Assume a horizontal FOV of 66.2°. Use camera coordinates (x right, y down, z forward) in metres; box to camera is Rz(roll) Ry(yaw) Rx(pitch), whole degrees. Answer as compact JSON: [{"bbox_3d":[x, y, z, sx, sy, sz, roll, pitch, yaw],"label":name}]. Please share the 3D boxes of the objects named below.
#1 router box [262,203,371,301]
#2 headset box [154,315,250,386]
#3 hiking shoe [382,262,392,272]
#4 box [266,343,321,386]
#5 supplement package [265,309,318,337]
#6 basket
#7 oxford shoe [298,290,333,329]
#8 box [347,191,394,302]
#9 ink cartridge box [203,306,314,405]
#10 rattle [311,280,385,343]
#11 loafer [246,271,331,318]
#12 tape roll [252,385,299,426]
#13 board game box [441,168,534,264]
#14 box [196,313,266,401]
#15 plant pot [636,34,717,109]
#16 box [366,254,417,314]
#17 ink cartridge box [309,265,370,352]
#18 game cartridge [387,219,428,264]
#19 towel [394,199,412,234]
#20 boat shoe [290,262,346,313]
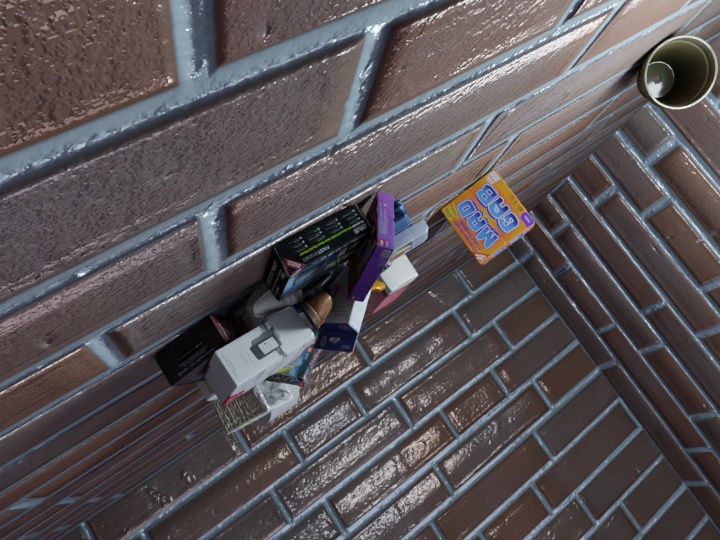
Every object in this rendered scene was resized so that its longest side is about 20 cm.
[{"bbox_3d":[-0.087,-0.033,1.088,0.199,0.062,0.150,-31,170,-27],"label":"router box"},{"bbox_3d":[-0.327,0.169,1.174,0.148,0.075,0.200,-37,170,3],"label":"headset box"},{"bbox_3d":[0.000,0.000,1.536,0.198,0.077,0.101,-27,178,3],"label":"hiking shoe"},{"bbox_3d":[-0.185,0.230,1.556,0.201,0.135,0.038,-65,153,-46],"label":"box"},{"bbox_3d":[-0.176,0.155,1.488,0.199,0.118,0.117,-30,171,-25],"label":"supplement package"},{"bbox_3d":[-0.329,0.335,1.596,0.160,0.202,0.198,-31,170,9],"label":"basket"},{"bbox_3d":[-0.090,0.080,1.200,0.071,0.072,0.200,-41,-176,-10],"label":"oxford shoe"},{"bbox_3d":[0.019,-0.045,1.143,0.039,0.138,0.201,11,143,-13],"label":"box"},{"bbox_3d":[-0.211,0.177,1.149,0.199,0.084,0.145,-31,168,-36],"label":"ink cartridge box"},{"bbox_3d":[-0.035,0.107,1.443,0.129,0.203,0.142,5,167,40],"label":"rattle"},{"bbox_3d":[-0.147,0.039,1.154,0.199,0.069,0.071,-36,128,-27],"label":"loafer"},{"bbox_3d":[-0.329,0.415,1.917,0.138,0.204,0.203,-21,163,-50],"label":"tape roll"},{"bbox_3d":[0.396,-0.159,1.710,0.199,0.201,0.200,-37,170,13],"label":"board game box"},{"bbox_3d":[-0.297,0.203,1.321,0.199,0.113,0.101,-37,168,3],"label":"box"},{"bbox_3d":[0.916,-0.578,1.643,0.199,0.201,0.174,-37,-174,13],"label":"plant pot"},{"bbox_3d":[0.066,0.025,1.659,0.108,0.129,0.200,-29,167,-27],"label":"box"},{"bbox_3d":[-0.052,0.087,1.307,0.195,0.043,0.203,-9,-120,58],"label":"ink cartridge box"},{"bbox_3d":[0.080,-0.053,1.368,0.198,0.041,0.133,-32,167,3],"label":"game cartridge"},{"bbox_3d":[0.066,-0.103,1.313,0.111,0.049,0.200,-33,171,4],"label":"towel"},{"bbox_3d":[-0.099,0.043,1.307,0.068,0.085,0.200,6,146,-38],"label":"boat shoe"}]
